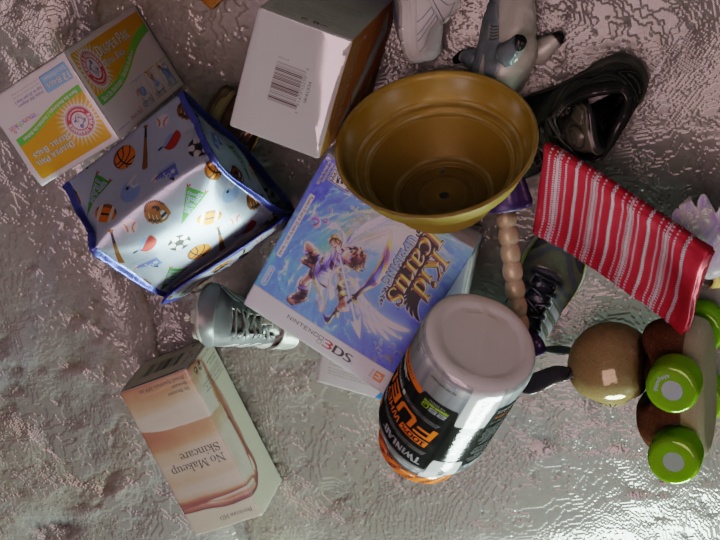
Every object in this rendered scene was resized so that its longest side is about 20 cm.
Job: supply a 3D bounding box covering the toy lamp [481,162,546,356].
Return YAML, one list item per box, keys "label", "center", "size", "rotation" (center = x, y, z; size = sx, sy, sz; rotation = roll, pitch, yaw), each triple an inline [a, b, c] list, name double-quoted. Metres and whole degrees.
- label: "toy lamp"
  center: [0.155, -0.013, 1.548]
  size: [0.057, 0.058, 0.203]
  rotation: [-4, 103, 17]

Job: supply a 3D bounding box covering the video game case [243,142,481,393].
- label: "video game case"
  center: [0.000, 0.000, 1.578]
  size: [0.180, 0.046, 0.201]
  rotation: [32, 116, 1]

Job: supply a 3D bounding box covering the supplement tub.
- label: "supplement tub"
  center: [0.091, 0.127, 1.542]
  size: [0.121, 0.123, 0.201]
  rotation: [27, 138, 3]

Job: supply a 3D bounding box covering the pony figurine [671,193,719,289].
- label: "pony figurine"
  center: [0.404, -0.029, 1.484]
  size: [0.199, 0.167, 0.194]
  rotation: [12, 138, 44]

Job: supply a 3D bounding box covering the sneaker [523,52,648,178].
- label: "sneaker"
  center: [0.195, -0.139, 1.522]
  size: [0.198, 0.114, 0.077]
  rotation: [-28, 103, 28]

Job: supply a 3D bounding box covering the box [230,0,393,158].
- label: "box"
  center: [-0.042, -0.212, 1.504]
  size: [0.096, 0.200, 0.126]
  rotation: [20, 117, 6]

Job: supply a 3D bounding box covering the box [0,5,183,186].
- label: "box"
  center: [-0.283, -0.185, 1.580]
  size: [0.112, 0.200, 0.102]
  rotation: [-27, 104, 23]

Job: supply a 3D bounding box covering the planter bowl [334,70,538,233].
- label: "planter bowl"
  center: [0.078, -0.098, 1.480]
  size: [0.198, 0.202, 0.084]
  rotation: [2, 140, 14]

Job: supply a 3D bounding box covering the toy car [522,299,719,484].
- label: "toy car"
  center: [0.273, 0.117, 1.591]
  size: [0.198, 0.164, 0.160]
  rotation: [4, 114, 24]

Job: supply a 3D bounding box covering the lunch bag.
- label: "lunch bag"
  center: [-0.176, -0.058, 1.569]
  size: [0.169, 0.200, 0.125]
  rotation: [-33, 57, 10]

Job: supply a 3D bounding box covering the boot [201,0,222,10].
- label: "boot"
  center: [-0.200, -0.327, 1.569]
  size: [0.200, 0.071, 0.145]
  rotation: [-33, 98, 19]

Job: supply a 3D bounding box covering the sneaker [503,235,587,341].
- label: "sneaker"
  center: [0.185, 0.045, 1.620]
  size: [0.073, 0.081, 0.202]
  rotation: [23, 116, 4]

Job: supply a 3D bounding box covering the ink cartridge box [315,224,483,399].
- label: "ink cartridge box"
  center: [0.043, 0.036, 1.652]
  size: [0.143, 0.084, 0.202]
  rotation: [15, 116, 8]

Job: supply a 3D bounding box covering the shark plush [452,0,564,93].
- label: "shark plush"
  center: [0.131, -0.205, 1.557]
  size: [0.083, 0.090, 0.201]
  rotation: [45, 134, 21]

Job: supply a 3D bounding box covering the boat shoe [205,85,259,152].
- label: "boat shoe"
  center: [-0.153, -0.099, 1.655]
  size: [0.067, 0.072, 0.202]
  rotation: [23, 114, 6]

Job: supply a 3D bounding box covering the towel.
- label: "towel"
  center: [0.254, -0.030, 1.489]
  size: [0.199, 0.022, 0.145]
  rotation: [36, 154, 21]

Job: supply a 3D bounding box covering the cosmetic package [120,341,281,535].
- label: "cosmetic package"
  center: [-0.186, 0.196, 1.780]
  size: [0.102, 0.087, 0.202]
  rotation: [-21, 106, 21]

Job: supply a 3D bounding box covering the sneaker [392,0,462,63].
- label: "sneaker"
  center: [0.070, -0.270, 1.479]
  size: [0.086, 0.075, 0.200]
  rotation: [-10, 155, 3]

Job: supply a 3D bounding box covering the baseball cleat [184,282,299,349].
- label: "baseball cleat"
  center: [-0.121, 0.051, 1.653]
  size: [0.105, 0.200, 0.071]
  rotation: [3, 89, 9]
